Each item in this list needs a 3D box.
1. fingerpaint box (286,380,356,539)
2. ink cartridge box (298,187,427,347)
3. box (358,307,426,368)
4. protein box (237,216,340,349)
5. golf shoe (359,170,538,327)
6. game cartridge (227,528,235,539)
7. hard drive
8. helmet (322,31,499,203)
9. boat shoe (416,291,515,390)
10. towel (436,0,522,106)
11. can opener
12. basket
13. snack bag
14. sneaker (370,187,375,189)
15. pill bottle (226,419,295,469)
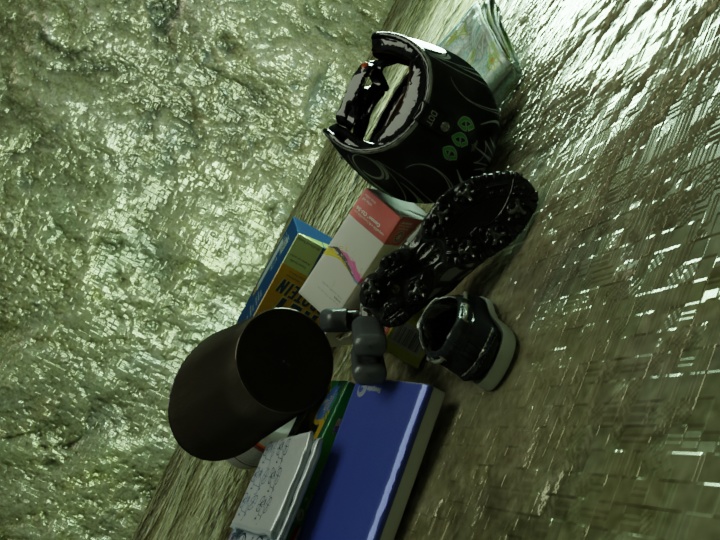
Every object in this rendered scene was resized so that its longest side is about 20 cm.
[{"bbox_3d":[-0.047,0.221,1.065,0.202,0.073,0.167,-64,10,-11],"label":"fingerpaint box"},{"bbox_3d":[0.000,0.000,1.260,0.201,0.067,0.116,-57,-24,15],"label":"ink cartridge box"},{"bbox_3d":[0.039,0.057,1.127,0.076,0.050,0.200,-61,11,-2],"label":"box"},{"bbox_3d":[-0.094,0.045,1.589,0.201,0.134,0.199,-61,10,6],"label":"protein box"},{"bbox_3d":[0.086,-0.025,0.976,0.199,0.078,0.094,-36,-7,11],"label":"golf shoe"},{"bbox_3d":[-0.141,0.344,1.342,0.200,0.038,0.131,-42,26,63],"label":"game cartridge"},{"bbox_3d":[0.001,0.197,0.907,0.132,0.025,0.202,-5,61,61],"label":"hard drive"},{"bbox_3d":[0.069,-0.173,1.184,0.198,0.190,0.203,-13,66,33],"label":"helmet"},{"bbox_3d":[0.083,0.050,0.893,0.076,0.060,0.200,-62,10,-1],"label":"boat shoe"},{"bbox_3d":[0.127,-0.246,1.328,0.200,0.048,0.172,-49,31,32],"label":"towel"},{"bbox_3d":[-0.010,0.071,0.997,0.200,0.066,0.054,-100,11,-84],"label":"can opener"},{"bbox_3d":[-0.119,0.122,1.129,0.181,0.136,0.200,-53,10,-27],"label":"basket"},{"bbox_3d":[-0.103,0.259,0.991,0.202,0.021,0.188,-68,13,-17],"label":"snack bag"},{"bbox_3d":[0.017,-0.005,1.410,0.115,0.072,0.202,93,-167,-65],"label":"sneaker"},{"bbox_3d":[-0.139,0.221,1.427,0.200,0.109,0.110,-44,20,60],"label":"pill bottle"}]
